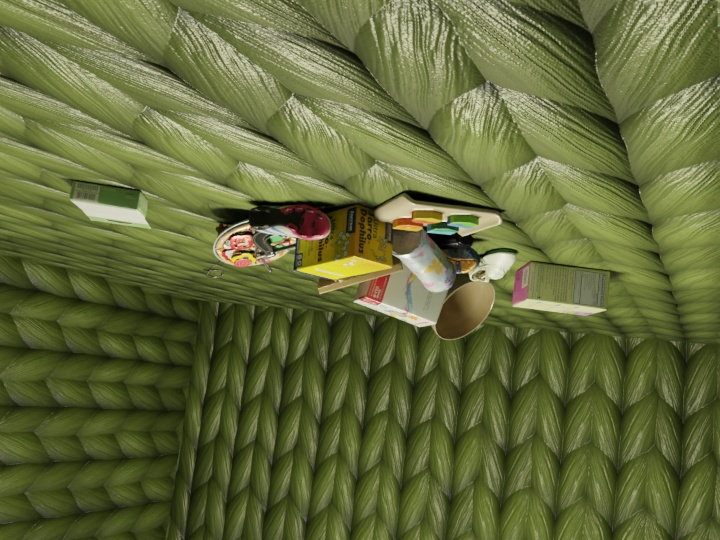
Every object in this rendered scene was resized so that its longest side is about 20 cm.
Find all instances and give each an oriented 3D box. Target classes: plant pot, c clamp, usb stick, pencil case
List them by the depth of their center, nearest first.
[{"bbox_3d":[0.131,-0.028,1.605,0.091,0.083,0.200,39,178,41],"label":"pencil case"},{"bbox_3d":[0.166,-0.062,1.673,0.055,0.033,0.199,5,175,-37],"label":"usb stick"},{"bbox_3d":[-0.156,-0.067,1.701,0.199,0.027,0.171,-17,150,15],"label":"c clamp"},{"bbox_3d":[0.252,0.071,2.083,0.200,0.201,0.135,15,-155,-42],"label":"plant pot"}]

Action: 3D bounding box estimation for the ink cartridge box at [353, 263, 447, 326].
[{"bbox_3d":[0.108,0.043,1.931,0.199,0.145,0.145,20,169,-10],"label":"ink cartridge box"}]

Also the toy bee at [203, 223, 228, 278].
[{"bbox_3d":[-0.313,-0.077,1.824,0.199,0.109,0.131,-21,156,13],"label":"toy bee"}]

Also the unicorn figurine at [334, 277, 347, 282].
[{"bbox_3d":[-0.003,-0.042,1.724,0.199,0.074,0.137,-26,-168,-29],"label":"unicorn figurine"}]

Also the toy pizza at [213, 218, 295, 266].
[{"bbox_3d":[-0.239,-0.057,1.742,0.199,0.032,0.201,-13,152,-7],"label":"toy pizza"}]

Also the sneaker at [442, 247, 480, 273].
[{"bbox_3d":[0.211,-0.034,1.740,0.088,0.076,0.199,-1,-175,-38],"label":"sneaker"}]

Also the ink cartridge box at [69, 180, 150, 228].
[{"bbox_3d":[-0.548,-0.143,1.681,0.145,0.048,0.200,8,172,-6],"label":"ink cartridge box"}]

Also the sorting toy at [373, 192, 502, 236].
[{"bbox_3d":[0.142,-0.097,1.433,0.199,0.037,0.185,10,172,-17],"label":"sorting toy"}]

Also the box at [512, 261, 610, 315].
[{"bbox_3d":[0.503,0.048,1.908,0.199,0.097,0.176,8,172,1],"label":"box"}]

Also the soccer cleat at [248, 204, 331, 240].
[{"bbox_3d":[-0.137,-0.103,1.564,0.199,0.070,0.086,9,-178,27],"label":"soccer cleat"}]

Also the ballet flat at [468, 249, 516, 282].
[{"bbox_3d":[0.315,-0.006,1.810,0.069,0.070,0.200,9,171,-16],"label":"ballet flat"}]

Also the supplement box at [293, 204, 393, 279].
[{"bbox_3d":[-0.036,-0.054,1.563,0.109,0.110,0.199,14,162,-40],"label":"supplement box"}]

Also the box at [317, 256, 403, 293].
[{"bbox_3d":[0.000,0.000,1.770,0.199,0.021,0.164,-15,-167,4],"label":"box"}]
